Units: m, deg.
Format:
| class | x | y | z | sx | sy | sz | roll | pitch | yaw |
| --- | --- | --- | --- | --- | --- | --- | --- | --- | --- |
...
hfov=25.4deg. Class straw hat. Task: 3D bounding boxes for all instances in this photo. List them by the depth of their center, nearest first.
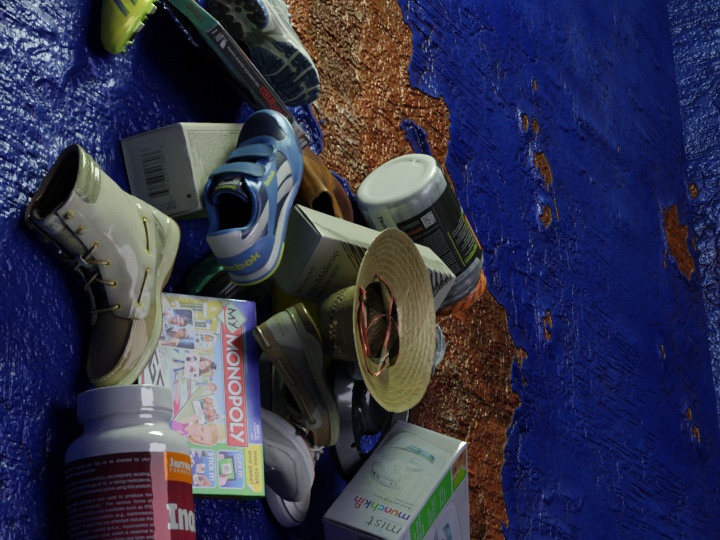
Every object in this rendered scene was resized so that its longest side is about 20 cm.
| class | x | y | z | sx | sy | sz | roll | pitch | yaw |
| --- | --- | --- | --- | --- | --- | --- | --- | --- | --- |
| straw hat | 0.000 | 0.054 | 1.636 | 0.201 | 0.085 | 0.202 | 21 | 66 | -62 |

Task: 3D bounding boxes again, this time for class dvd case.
| class | x | y | z | sx | sy | sz | roll | pitch | yaw |
| --- | --- | --- | --- | --- | --- | --- | --- | --- | --- |
| dvd case | -0.141 | -0.227 | 1.753 | 0.146 | 0.022 | 0.200 | 44 | -4 | 46 |

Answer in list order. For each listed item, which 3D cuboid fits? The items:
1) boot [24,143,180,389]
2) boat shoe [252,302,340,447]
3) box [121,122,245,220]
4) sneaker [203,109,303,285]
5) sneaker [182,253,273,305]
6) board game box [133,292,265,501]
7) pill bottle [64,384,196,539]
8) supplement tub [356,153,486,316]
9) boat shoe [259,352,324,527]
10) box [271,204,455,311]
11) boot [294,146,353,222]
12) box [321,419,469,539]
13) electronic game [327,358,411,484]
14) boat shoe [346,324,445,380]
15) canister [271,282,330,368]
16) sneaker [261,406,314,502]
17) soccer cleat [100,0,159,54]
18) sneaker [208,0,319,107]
| class | x | y | z | sx | sy | sz | roll | pitch | yaw |
| --- | --- | --- | --- | --- | --- | --- | --- | --- | --- |
| boot | -0.247 | -0.001 | 1.473 | 0.155 | 0.072 | 0.200 | 44 | 46 | -43 |
| boat shoe | -0.066 | 0.117 | 1.650 | 0.201 | 0.063 | 0.073 | 81 | -17 | -49 |
| box | -0.160 | -0.104 | 1.690 | 0.200 | 0.078 | 0.095 | -7 | 85 | -65 |
| sneaker | -0.111 | -0.087 | 1.611 | 0.082 | 0.074 | 0.200 | 45 | 42 | -47 |
| sneaker | -0.125 | 0.014 | 1.716 | 0.200 | 0.074 | 0.088 | -58 | 135 | -57 |
| board game box | -0.162 | 0.123 | 1.565 | 0.134 | 0.029 | 0.200 | 6 | 70 | -31 |
| pill bottle | -0.204 | 0.207 | 1.412 | 0.113 | 0.113 | 0.200 | 21 | 60 | -60 |
| supplement tub | 0.086 | -0.044 | 2.116 | 0.200 | 0.122 | 0.123 | 62 | 29 | -29 |
| boat shoe | -0.069 | 0.180 | 1.757 | 0.072 | 0.066 | 0.200 | 32 | 50 | -57 |
| box | 0.000 | 0.000 | 1.709 | 0.200 | 0.082 | 0.068 | 15 | 23 | -40 |
| boot | -0.032 | -0.070 | 1.825 | 0.200 | 0.068 | 0.188 | 52 | -9 | 51 |
| box | 0.042 | 0.304 | 1.788 | 0.177 | 0.097 | 0.200 | -48 | 145 | -45 |
| electronic game | 0.009 | 0.149 | 1.825 | 0.200 | 0.042 | 0.200 | -4 | 95 | -63 |
| boat shoe | 0.052 | 0.093 | 1.789 | 0.202 | 0.065 | 0.075 | 8 | 84 | -64 |
| canister | -0.021 | 0.048 | 1.895 | 0.200 | 0.086 | 0.149 | 18 | 64 | -59 |
| sneaker | -0.128 | 0.173 | 1.641 | 0.200 | 0.076 | 0.092 | 54 | 43 | -16 |
| soccer cleat | -0.246 | -0.306 | 1.652 | 0.084 | 0.065 | 0.200 | 27 | 53 | -21 |
| sneaker | -0.103 | -0.284 | 1.900 | 0.200 | 0.077 | 0.085 | 58 | 27 | -36 |
